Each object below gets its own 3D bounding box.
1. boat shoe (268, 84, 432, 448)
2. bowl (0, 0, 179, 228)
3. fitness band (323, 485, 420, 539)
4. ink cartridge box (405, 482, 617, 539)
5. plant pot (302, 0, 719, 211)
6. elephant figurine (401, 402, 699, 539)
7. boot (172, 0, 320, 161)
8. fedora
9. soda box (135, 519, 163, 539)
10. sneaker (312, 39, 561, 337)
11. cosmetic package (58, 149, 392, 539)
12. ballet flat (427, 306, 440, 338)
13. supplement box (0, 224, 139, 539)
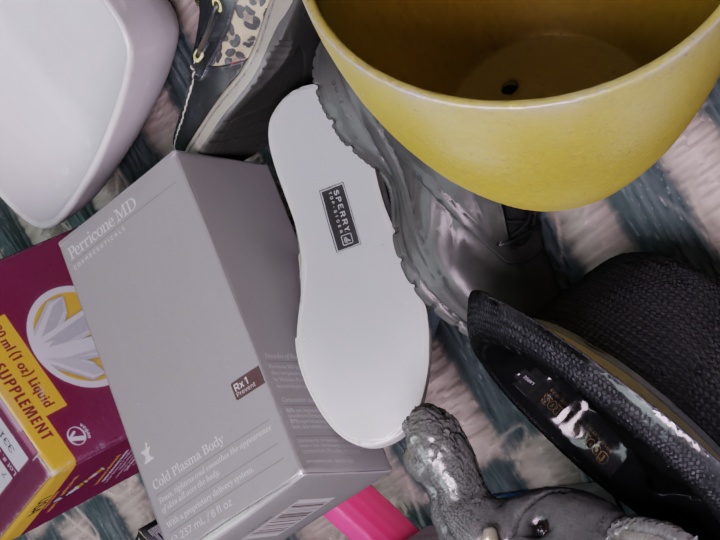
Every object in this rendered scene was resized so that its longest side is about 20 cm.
[{"bbox_3d":[0.000,0.000,1.130,0.071,0.064,0.200,-13,72,9],"label":"boat shoe"},{"bbox_3d":[-0.193,-0.148,1.277,0.200,0.075,0.200,50,137,14],"label":"bowl"},{"bbox_3d":[-0.033,0.164,1.256,0.200,0.037,0.144,42,141,-13],"label":"fitness band"},{"bbox_3d":[0.043,0.186,1.119,0.116,0.200,0.068,-15,100,49],"label":"ink cartridge box"},{"bbox_3d":[0.082,-0.108,0.954,0.200,0.200,0.142,33,158,29],"label":"plant pot"},{"bbox_3d":[0.113,0.166,1.011,0.141,0.155,0.200,-9,74,51],"label":"elephant figurine"},{"bbox_3d":[-0.080,-0.164,1.158,0.154,0.073,0.204,50,135,18],"label":"boot"},{"bbox_3d":[0.146,0.054,1.002,0.201,0.092,0.201,41,170,9],"label":"fedora"},{"bbox_3d":[-0.064,0.239,1.362,0.200,0.063,0.071,43,137,21],"label":"soda box"},{"bbox_3d":[0.055,-0.050,1.083,0.091,0.076,0.200,-30,93,39],"label":"sneaker"},{"bbox_3d":[-0.076,0.045,1.155,0.107,0.090,0.200,-37,67,29],"label":"cosmetic package"},{"bbox_3d":[-0.016,0.054,1.211,0.074,0.074,0.200,48,137,16],"label":"ballet flat"},{"bbox_3d":[-0.158,0.052,1.252,0.131,0.200,0.103,53,138,10],"label":"supplement box"}]
